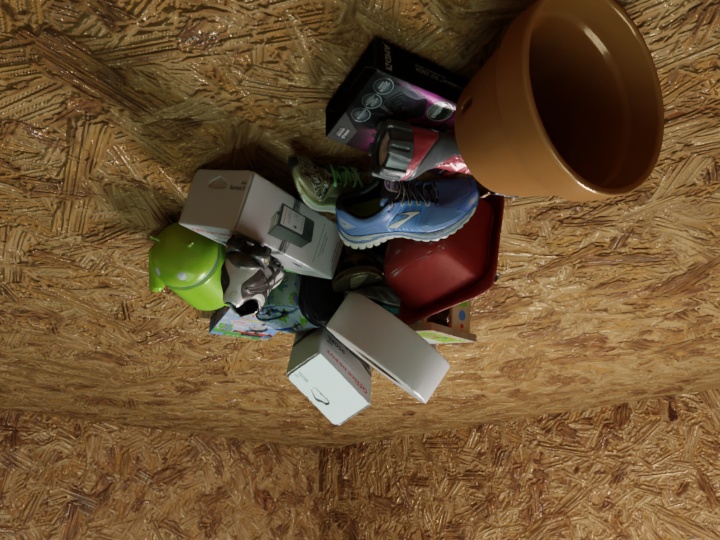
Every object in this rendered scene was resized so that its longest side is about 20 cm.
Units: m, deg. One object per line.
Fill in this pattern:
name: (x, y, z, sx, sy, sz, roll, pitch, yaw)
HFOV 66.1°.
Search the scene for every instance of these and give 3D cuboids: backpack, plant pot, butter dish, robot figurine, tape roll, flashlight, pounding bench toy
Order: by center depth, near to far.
plant pot: (0.192, -0.162, 0.574, 0.197, 0.204, 0.139, 12, 168, -27)
flashlight: (0.109, -0.124, 0.650, 0.196, 0.069, 0.068, 9, 152, -22)
butter dish: (0.100, -0.048, 0.831, 0.147, 0.202, 0.198, 38, 139, -24)
tape roll: (0.041, 0.121, 0.878, 0.201, 0.071, 0.203, 36, 171, 7)
robot figurine: (-0.272, -0.007, 0.933, 0.172, 0.118, 0.201, 6, 157, 14)
backpack: (-0.120, 0.037, 1.015, 0.151, 0.166, 0.199, 19, 156, -21)
pounding bench toy: (0.107, 0.049, 1.039, 0.123, 0.159, 0.198, 17, 162, -36)

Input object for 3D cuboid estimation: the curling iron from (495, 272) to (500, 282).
curling iron: (0.213, -0.027, 1.025, 0.049, 0.026, 0.200, 27, 172, 40)

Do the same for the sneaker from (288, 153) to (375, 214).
sneaker: (-0.020, -0.124, 0.777, 0.088, 0.078, 0.199, -32, 149, 26)

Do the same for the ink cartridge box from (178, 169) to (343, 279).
ink cartridge box: (-0.140, -0.065, 0.808, 0.144, 0.086, 0.199, 9, 167, 42)

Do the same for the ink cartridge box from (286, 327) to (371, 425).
ink cartridge box: (-0.051, 0.160, 1.033, 0.084, 0.201, 0.145, -35, 111, 19)

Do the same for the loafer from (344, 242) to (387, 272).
loafer: (0.002, -0.038, 0.935, 0.068, 0.077, 0.200, -15, 152, 18)

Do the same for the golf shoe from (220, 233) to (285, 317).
golf shoe: (-0.155, 0.017, 0.760, 0.076, 0.096, 0.200, 14, 171, 5)

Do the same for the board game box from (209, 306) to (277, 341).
board game box: (-0.251, 0.110, 1.278, 0.149, 0.037, 0.200, 12, 151, -26)

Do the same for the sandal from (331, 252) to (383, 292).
sandal: (0.000, 0.000, 0.874, 0.080, 0.056, 0.200, -13, 177, 10)

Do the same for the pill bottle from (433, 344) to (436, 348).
pill bottle: (0.073, 0.160, 1.317, 0.196, 0.116, 0.114, -12, 153, 21)

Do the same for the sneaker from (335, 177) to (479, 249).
sneaker: (0.058, -0.086, 0.724, 0.196, 0.080, 0.090, -13, 147, 8)

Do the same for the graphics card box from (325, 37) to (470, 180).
graphics card box: (0.070, -0.183, 0.663, 0.197, 0.052, 0.125, 14, 151, -28)

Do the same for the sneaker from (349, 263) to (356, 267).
sneaker: (0.016, 0.044, 1.109, 0.093, 0.081, 0.201, -5, 155, 3)

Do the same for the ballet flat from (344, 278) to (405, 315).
ballet flat: (0.045, 0.042, 0.973, 0.069, 0.071, 0.198, 22, 170, -41)
